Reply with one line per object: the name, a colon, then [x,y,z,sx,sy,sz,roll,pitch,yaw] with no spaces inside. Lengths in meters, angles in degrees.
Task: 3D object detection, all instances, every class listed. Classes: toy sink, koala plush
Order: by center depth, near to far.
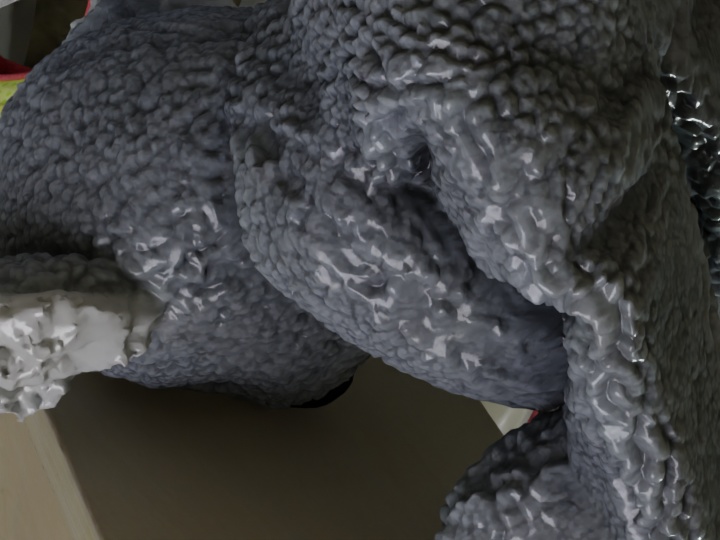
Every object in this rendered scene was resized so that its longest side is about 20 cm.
koala plush: [-0.010,-0.024,0.680,0.199,0.178,0.184,-4,131,25]
toy sink: [-0.027,0.096,0.732,0.130,0.200,0.112,1,119,-24]

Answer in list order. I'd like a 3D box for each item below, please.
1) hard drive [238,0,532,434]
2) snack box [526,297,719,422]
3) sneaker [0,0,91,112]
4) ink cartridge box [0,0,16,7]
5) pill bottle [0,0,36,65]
hard drive: [0.000,0.000,0.832,0.132,0.027,0.200,31,119,10]
snack box: [0.007,0.040,0.891,0.200,0.053,0.143,23,118,13]
sneaker: [-0.125,-0.028,0.824,0.200,0.078,0.091,-21,92,15]
ink cartridge box: [-0.065,-0.107,0.719,0.050,0.200,0.162,64,160,-9]
pill bottle: [-0.217,-0.101,0.904,0.199,0.114,0.114,18,145,11]
